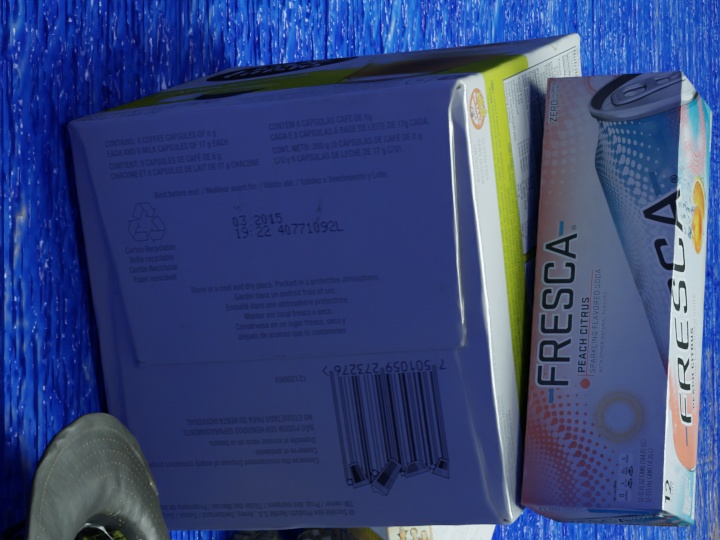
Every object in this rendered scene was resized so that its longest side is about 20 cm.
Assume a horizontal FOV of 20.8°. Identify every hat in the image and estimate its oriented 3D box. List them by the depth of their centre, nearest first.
[{"bbox_3d":[-0.127,0.162,0.797,0.201,0.080,0.202,-10,90,-79],"label":"hat"}]

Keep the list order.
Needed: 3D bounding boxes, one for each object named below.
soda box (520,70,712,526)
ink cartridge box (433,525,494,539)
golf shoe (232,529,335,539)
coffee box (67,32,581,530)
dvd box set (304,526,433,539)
[{"bbox_3d":[0.118,0.014,0.892,0.064,0.068,0.201,28,64,-64],"label":"soda box"},{"bbox_3d":[0.027,0.126,1.239,0.201,0.050,0.163,64,33,-32],"label":"ink cartridge box"},{"bbox_3d":[-0.056,0.210,0.980,0.200,0.078,0.098,-41,132,-61],"label":"golf shoe"},{"bbox_3d":[0.000,0.000,0.961,0.198,0.198,0.201,-32,117,-65],"label":"coffee box"},{"bbox_3d":[0.011,0.206,1.085,0.146,0.029,0.201,-151,-130,-65],"label":"dvd box set"}]
